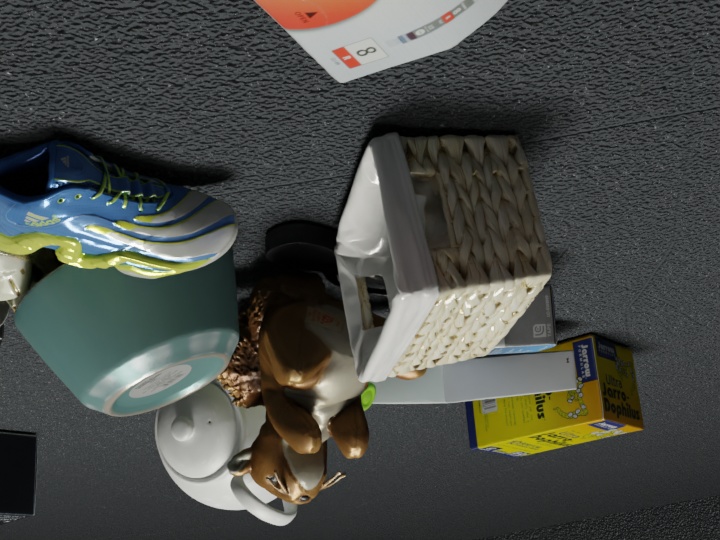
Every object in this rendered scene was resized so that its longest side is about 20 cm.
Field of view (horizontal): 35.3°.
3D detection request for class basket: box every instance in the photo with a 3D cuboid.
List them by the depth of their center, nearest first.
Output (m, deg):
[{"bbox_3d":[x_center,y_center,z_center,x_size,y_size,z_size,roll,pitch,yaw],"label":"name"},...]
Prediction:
[{"bbox_3d":[0.059,-0.008,0.895,0.122,0.137,0.200,-6,158,-12],"label":"basket"}]

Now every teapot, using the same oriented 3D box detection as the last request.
[{"bbox_3d":[-0.157,0.181,1.272,0.198,0.199,0.146,-4,173,26],"label":"teapot"}]

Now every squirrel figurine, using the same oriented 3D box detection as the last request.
[{"bbox_3d":[-0.063,0.111,1.061,0.141,0.200,0.188,-6,127,-36],"label":"squirrel figurine"}]

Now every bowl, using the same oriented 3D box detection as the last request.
[{"bbox_3d":[-0.183,0.054,0.976,0.200,0.106,0.201,-25,164,-8],"label":"bowl"}]

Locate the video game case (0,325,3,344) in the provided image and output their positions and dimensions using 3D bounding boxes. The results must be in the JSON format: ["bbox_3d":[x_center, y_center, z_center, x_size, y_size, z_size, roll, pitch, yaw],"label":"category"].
[{"bbox_3d":[-0.492,0.085,1.204,0.198,0.026,0.181,3,158,-23],"label":"video game case"}]

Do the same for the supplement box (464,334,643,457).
[{"bbox_3d":[0.244,0.166,1.453,0.199,0.110,0.108,-21,155,36],"label":"supplement box"}]

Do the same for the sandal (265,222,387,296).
[{"bbox_3d":[-0.001,0.000,1.047,0.199,0.043,0.076,9,156,-32],"label":"sandal"}]

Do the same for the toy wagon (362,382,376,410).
[{"bbox_3d":[-0.054,0.102,1.220,0.154,0.040,0.200,24,176,35],"label":"toy wagon"}]

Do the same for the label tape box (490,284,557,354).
[{"bbox_3d":[0.089,0.057,1.153,0.198,0.064,0.144,-4,173,-1],"label":"label tape box"}]

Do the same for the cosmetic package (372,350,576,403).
[{"bbox_3d":[0.128,0.124,1.319,0.199,0.052,0.150,-1,173,-34],"label":"cosmetic package"}]

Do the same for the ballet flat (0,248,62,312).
[{"bbox_3d":[-0.292,0.003,0.960,0.070,0.071,0.200,-6,160,4],"label":"ballet flat"}]

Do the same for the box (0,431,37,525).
[{"bbox_3d":[-0.606,0.307,1.647,0.199,0.125,0.196,14,155,-41],"label":"box"}]

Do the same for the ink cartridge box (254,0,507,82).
[{"bbox_3d":[0.040,-0.171,0.582,0.198,0.051,0.162,-10,160,23],"label":"ink cartridge box"}]

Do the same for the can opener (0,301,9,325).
[{"bbox_3d":[-0.405,0.016,0.990,0.199,0.054,0.067,15,152,-39],"label":"can opener"}]

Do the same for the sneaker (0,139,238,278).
[{"bbox_3d":[-0.188,-0.045,0.837,0.198,0.076,0.105,0,159,-10],"label":"sneaker"}]
